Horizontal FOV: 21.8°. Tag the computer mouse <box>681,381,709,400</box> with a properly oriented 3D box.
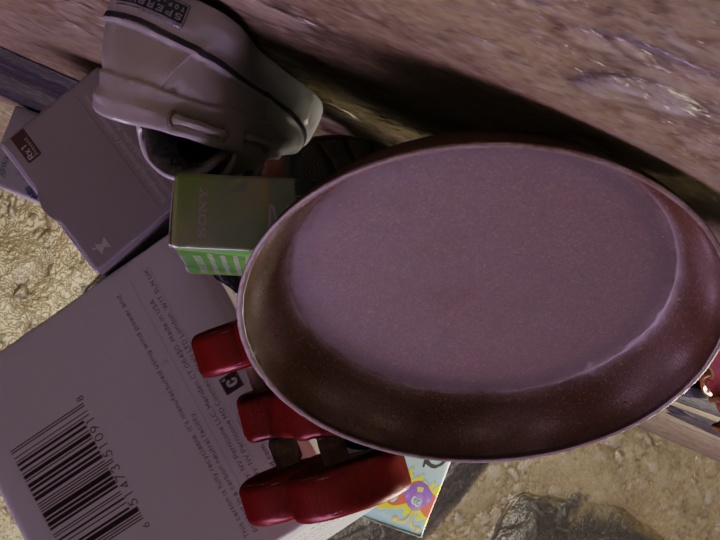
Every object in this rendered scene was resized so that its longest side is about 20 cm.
[{"bbox_3d":[0.217,0.054,1.160,0.199,0.047,0.140,10,-178,-40],"label":"computer mouse"}]

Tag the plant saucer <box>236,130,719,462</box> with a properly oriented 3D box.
[{"bbox_3d":[0.049,0.009,0.757,0.198,0.032,0.201,0,139,0],"label":"plant saucer"}]

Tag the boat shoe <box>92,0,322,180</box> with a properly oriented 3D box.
[{"bbox_3d":[-0.068,-0.069,0.822,0.071,0.066,0.200,21,177,10],"label":"boat shoe"}]

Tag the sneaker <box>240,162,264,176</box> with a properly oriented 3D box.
[{"bbox_3d":[-0.071,-0.054,1.174,0.095,0.079,0.200,37,180,21],"label":"sneaker"}]

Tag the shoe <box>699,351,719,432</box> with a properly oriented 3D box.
[{"bbox_3d":[0.192,0.058,0.925,0.199,0.092,0.071,20,176,40],"label":"shoe"}]

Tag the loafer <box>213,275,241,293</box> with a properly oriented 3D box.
[{"bbox_3d":[0.000,0.000,1.109,0.199,0.068,0.071,4,-142,-33],"label":"loafer"}]

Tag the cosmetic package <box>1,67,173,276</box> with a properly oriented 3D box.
[{"bbox_3d":[-0.151,-0.053,1.228,0.107,0.090,0.200,52,178,6],"label":"cosmetic package"}]

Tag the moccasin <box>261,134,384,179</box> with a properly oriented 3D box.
[{"bbox_3d":[0.002,-0.024,0.997,0.077,0.074,0.201,-12,169,26],"label":"moccasin"}]

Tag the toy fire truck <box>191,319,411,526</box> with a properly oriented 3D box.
[{"bbox_3d":[0.012,0.059,1.016,0.167,0.113,0.200,-19,180,-22],"label":"toy fire truck"}]

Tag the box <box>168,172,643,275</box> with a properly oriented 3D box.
[{"bbox_3d":[0.017,-0.016,0.836,0.198,0.037,0.144,1,176,-3],"label":"box"}]

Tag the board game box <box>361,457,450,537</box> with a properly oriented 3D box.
[{"bbox_3d":[0.018,0.068,1.320,0.102,0.202,0.105,24,177,-28],"label":"board game box"}]

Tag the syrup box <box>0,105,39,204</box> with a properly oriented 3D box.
[{"bbox_3d":[-0.248,-0.084,1.737,0.199,0.079,0.081,20,177,38],"label":"syrup box"}]

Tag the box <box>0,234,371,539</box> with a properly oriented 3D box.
[{"bbox_3d":[-0.116,0.108,1.184,0.200,0.199,0.131,59,-167,11],"label":"box"}]
